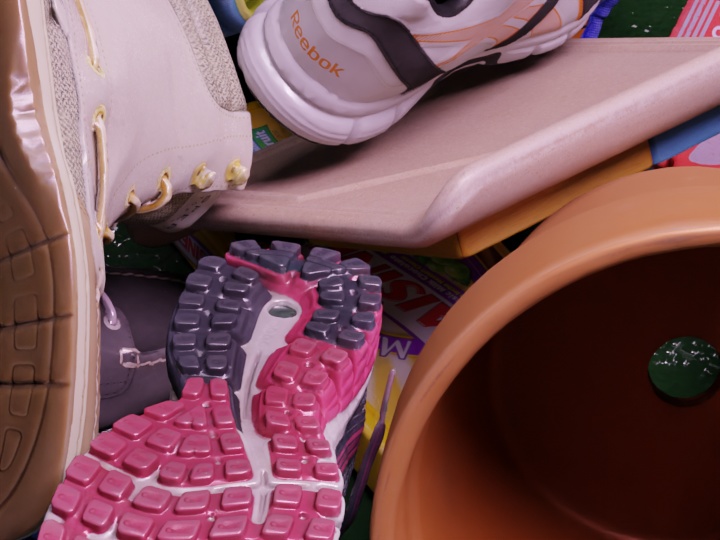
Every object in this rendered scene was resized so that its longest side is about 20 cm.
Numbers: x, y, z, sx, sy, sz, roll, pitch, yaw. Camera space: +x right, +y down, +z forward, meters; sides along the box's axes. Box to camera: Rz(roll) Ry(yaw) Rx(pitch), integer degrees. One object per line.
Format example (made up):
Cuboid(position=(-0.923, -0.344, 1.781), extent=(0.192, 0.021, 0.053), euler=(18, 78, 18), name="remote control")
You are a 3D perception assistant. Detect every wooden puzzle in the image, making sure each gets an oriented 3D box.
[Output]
Cuboid(position=(0.040, -0.042, 0.915), extent=(0.185, 0.037, 0.200), euler=(-25, 13, -32), name="wooden puzzle")

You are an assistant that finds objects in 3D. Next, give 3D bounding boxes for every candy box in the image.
Cuboid(position=(0.000, 0.000, 0.974), extent=(0.102, 0.026, 0.200), euler=(-18, 44, -25), name="candy box")

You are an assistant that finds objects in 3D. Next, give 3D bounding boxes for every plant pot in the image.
Cuboid(position=(0.105, 0.055, 0.805), extent=(0.199, 0.201, 0.140), euler=(8, 22, 0), name="plant pot")

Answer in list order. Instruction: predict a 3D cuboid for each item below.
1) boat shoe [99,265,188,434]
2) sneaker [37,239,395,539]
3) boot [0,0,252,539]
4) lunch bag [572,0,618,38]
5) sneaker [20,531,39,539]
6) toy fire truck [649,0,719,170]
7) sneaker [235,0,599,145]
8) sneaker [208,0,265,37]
Cuboid(position=(-0.131, 0.024, 0.894), extent=(0.199, 0.057, 0.067), euler=(-10, 41, -22), name="boat shoe")
Cuboid(position=(-0.035, 0.072, 0.765), extent=(0.080, 0.075, 0.200), euler=(10, 33, 13), name="sneaker")
Cuboid(position=(-0.087, -0.017, 0.817), extent=(0.072, 0.201, 0.155), euler=(-10, -9, 21), name="boot")
Cuboid(position=(0.005, -0.155, 1.053), extent=(0.170, 0.124, 0.200), euler=(48, 36, 19), name="lunch bag")
Cuboid(position=(-0.109, 0.115, 0.783), extent=(0.200, 0.078, 0.070), euler=(-2, 32, -49), name="sneaker")
Cuboid(position=(0.202, -0.102, 1.025), extent=(0.141, 0.200, 0.049), euler=(27, 0, 21), name="toy fire truck")
Cuboid(position=(0.046, -0.110, 0.911), extent=(0.074, 0.080, 0.200), euler=(48, 47, 3), name="sneaker")
Cuboid(position=(-0.064, -0.173, 0.936), extent=(0.130, 0.201, 0.079), euler=(-1, 8, 29), name="sneaker")
